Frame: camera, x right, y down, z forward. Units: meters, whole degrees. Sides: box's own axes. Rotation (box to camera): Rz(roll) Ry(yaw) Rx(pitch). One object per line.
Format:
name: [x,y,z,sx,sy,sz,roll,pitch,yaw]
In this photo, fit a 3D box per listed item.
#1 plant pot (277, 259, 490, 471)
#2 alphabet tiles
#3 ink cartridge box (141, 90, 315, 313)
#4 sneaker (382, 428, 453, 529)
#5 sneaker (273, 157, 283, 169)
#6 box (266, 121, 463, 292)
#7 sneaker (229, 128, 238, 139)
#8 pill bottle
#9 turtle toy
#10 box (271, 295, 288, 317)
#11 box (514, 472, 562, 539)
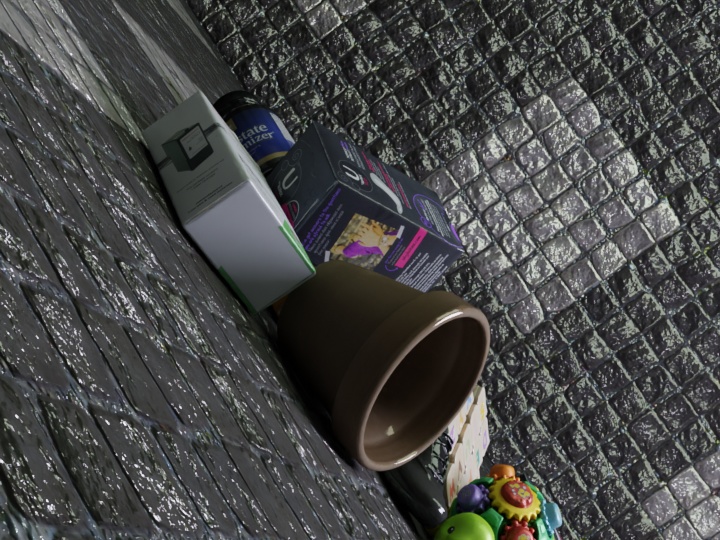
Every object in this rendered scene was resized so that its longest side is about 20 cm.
plant pot: [0.010,0.079,1.521,0.174,0.201,0.200,38,-6,31]
alphabet tiles: [0.133,0.241,1.856,0.200,0.014,0.197,-60,149,-53]
ink cartridge box: [-0.139,-0.074,1.522,0.146,0.084,0.200,54,3,-38]
sneaker: [0.068,0.213,1.671,0.076,0.090,0.200,55,4,-33]
sneaker: [-0.037,-0.068,1.879,0.200,0.078,0.090,48,11,-24]
box: [0.002,-0.059,1.659,0.199,0.106,0.123,28,25,-34]
sneaker: [-0.144,-0.092,1.780,0.200,0.077,0.112,45,-13,32]
pill bottle: [-0.152,-0.174,2.145,0.201,0.111,0.112,57,4,40]
turtle toy: [0.152,0.296,1.666,0.145,0.102,0.199,38,38,23]
box: [-0.066,0.057,1.716,0.201,0.041,0.119,61,6,35]
box: [0.206,0.369,1.785,0.201,0.105,0.122,67,7,25]
